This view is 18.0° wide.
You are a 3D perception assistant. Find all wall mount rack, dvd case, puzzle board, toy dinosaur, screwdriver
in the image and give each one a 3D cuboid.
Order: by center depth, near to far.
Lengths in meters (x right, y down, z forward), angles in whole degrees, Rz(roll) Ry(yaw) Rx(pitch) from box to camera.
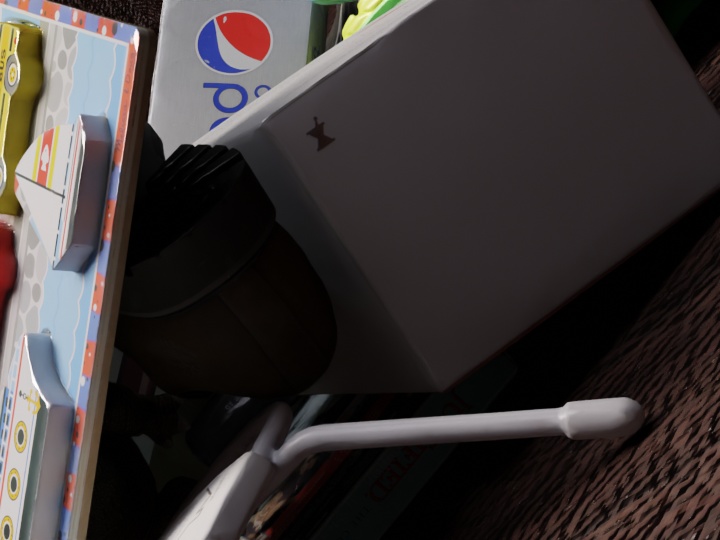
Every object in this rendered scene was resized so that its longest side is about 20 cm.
[{"bbox_3d":[-0.018,0.096,0.580,0.174,0.074,0.200,-47,9,31],"label":"wall mount rack"},{"bbox_3d":[-0.113,0.017,0.676,0.151,0.017,0.201,23,107,57],"label":"puzzle board"},{"bbox_3d":[-0.095,0.064,0.738,0.077,0.201,0.102,-20,-7,18],"label":"toy dinosaur"},{"bbox_3d":[-0.022,0.081,0.806,0.146,0.022,0.200,-50,10,-10],"label":"dvd case"},{"bbox_3d":[0.000,0.000,0.896,0.029,0.028,0.200,14,58,48],"label":"screwdriver"}]

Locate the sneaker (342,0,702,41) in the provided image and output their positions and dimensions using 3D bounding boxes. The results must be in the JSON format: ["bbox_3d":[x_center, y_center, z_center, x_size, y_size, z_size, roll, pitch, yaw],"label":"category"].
[{"bbox_3d":[0.067,-0.094,0.873,0.200,0.084,0.074,-28,-18,37],"label":"sneaker"}]

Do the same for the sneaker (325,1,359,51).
[{"bbox_3d":[-0.031,-0.054,1.060,0.077,0.083,0.201,-101,33,-72],"label":"sneaker"}]

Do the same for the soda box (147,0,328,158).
[{"bbox_3d":[-0.054,-0.049,0.965,0.064,0.068,0.201,83,-171,-61],"label":"soda box"}]

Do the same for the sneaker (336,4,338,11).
[{"bbox_3d":[0.053,-0.157,1.147,0.200,0.081,0.115,-52,-20,14],"label":"sneaker"}]

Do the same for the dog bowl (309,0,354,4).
[{"bbox_3d":[0.055,-0.160,0.914,0.199,0.050,0.111,-19,-3,9],"label":"dog bowl"}]

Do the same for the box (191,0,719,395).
[{"bbox_3d":[0.019,-0.032,0.755,0.124,0.098,0.200,-35,6,-14],"label":"box"}]

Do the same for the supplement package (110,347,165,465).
[{"bbox_3d":[-0.190,0.011,0.845,0.155,0.200,0.111,-8,63,43],"label":"supplement package"}]

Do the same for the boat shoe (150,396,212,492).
[{"bbox_3d":[-0.077,0.055,0.994,0.063,0.074,0.202,-19,34,56],"label":"boat shoe"}]

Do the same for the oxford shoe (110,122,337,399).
[{"bbox_3d":[-0.066,0.005,0.719,0.073,0.085,0.200,-42,23,-9],"label":"oxford shoe"}]
